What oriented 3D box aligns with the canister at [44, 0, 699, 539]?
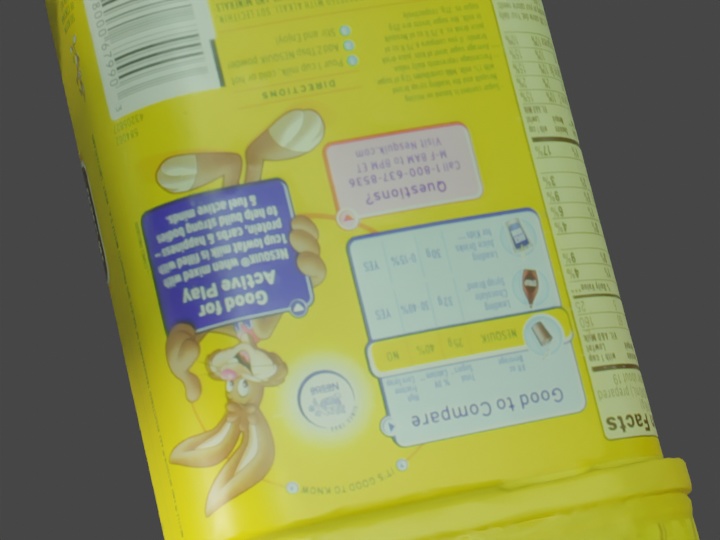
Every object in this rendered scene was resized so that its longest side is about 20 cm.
[{"bbox_3d":[0.000,0.000,0.757,0.148,0.087,0.201,-10,78,-17],"label":"canister"}]
